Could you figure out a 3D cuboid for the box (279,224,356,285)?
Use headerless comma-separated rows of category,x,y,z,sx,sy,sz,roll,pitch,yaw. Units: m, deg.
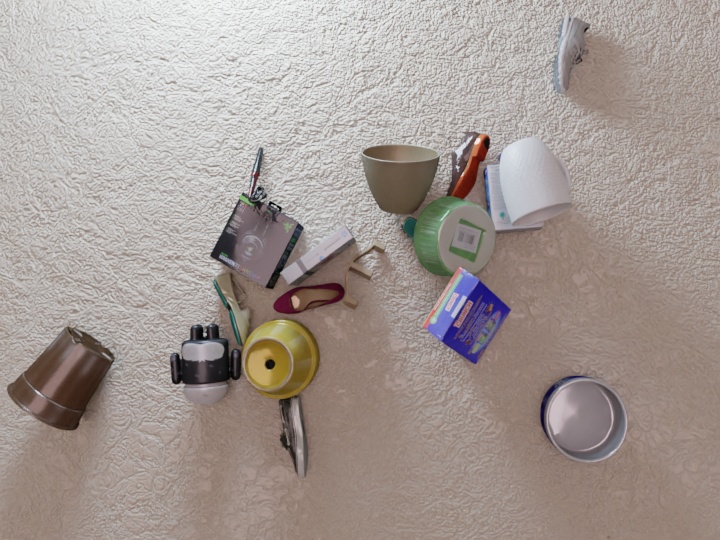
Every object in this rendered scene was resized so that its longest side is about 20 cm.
box,-0.102,-0.035,1.506,0.199,0.156,0.041,-37,87,1

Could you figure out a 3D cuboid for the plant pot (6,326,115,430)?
plant pot,-0.754,0.268,1.531,0.199,0.200,0.200,35,81,5

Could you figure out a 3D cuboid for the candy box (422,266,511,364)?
candy box,0.262,0.114,1.450,0.077,0.199,0.171,33,89,42

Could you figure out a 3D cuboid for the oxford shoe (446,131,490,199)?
oxford shoe,0.265,-0.263,1.546,0.072,0.071,0.203,28,93,34

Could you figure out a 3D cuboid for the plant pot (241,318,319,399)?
plant pot,-0.210,0.226,1.484,0.196,0.189,0.205,0,88,4

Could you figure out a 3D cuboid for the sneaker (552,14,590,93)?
sneaker,0.545,-0.556,1.525,0.080,0.075,0.204,10,87,6

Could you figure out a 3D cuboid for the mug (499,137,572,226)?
mug,0.426,-0.218,1.421,0.197,0.147,0.179,-9,77,-28

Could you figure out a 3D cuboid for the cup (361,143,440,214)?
cup,0.099,-0.227,1.500,0.196,0.201,0.146,2,114,4

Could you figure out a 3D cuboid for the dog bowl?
dog bowl,0.551,0.365,1.475,0.196,0.079,0.205,0,87,5

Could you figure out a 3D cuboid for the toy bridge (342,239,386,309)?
toy bridge,0.000,0.000,1.522,0.066,0.027,0.202,25,63,4

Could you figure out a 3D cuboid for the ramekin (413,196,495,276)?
ramekin,0.238,-0.079,1.469,0.196,0.097,0.205,-4,100,-23

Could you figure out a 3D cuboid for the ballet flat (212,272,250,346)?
ballet flat,-0.324,0.096,1.559,0.069,0.069,0.203,-26,78,2

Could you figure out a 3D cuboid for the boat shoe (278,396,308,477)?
boat shoe,-0.175,0.430,1.534,0.062,0.071,0.204,-9,79,3

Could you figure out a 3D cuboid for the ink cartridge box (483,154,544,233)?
ink cartridge box,0.389,-0.201,1.518,0.133,0.076,0.205,-4,88,3

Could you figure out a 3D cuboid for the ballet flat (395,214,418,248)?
ballet flat,0.166,-0.077,1.527,0.200,0.072,0.072,42,90,-23

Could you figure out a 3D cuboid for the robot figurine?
robot figurine,-0.399,0.241,1.532,0.148,0.124,0.205,-5,86,34

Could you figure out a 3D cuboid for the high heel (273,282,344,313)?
high heel,-0.137,0.070,1.531,0.196,0.096,0.069,-18,90,3

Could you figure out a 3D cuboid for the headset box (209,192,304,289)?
headset box,-0.264,-0.082,1.552,0.172,0.093,0.203,29,89,5

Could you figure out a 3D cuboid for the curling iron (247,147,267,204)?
curling iron,-0.265,-0.247,1.549,0.048,0.026,0.203,3,51,-10
